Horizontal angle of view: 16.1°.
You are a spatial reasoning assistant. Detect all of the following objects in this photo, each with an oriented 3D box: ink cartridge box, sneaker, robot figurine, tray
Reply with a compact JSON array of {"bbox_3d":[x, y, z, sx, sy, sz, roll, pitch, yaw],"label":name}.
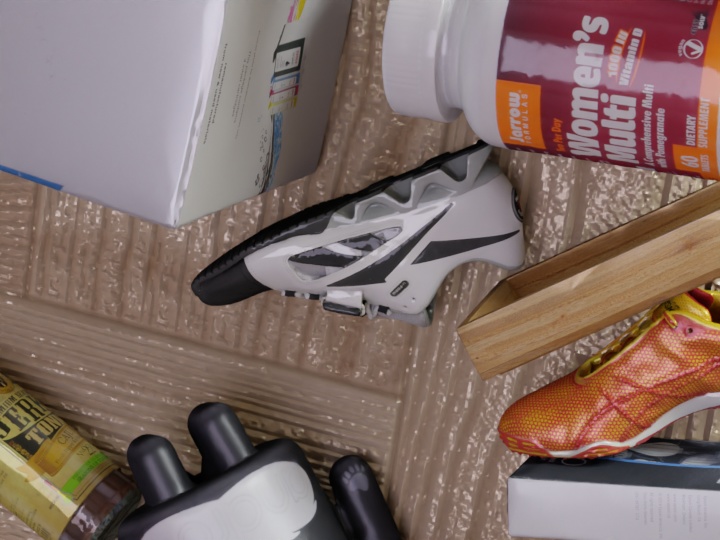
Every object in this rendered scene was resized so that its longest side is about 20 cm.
[{"bbox_3d":[-0.109,-0.126,1.387,0.147,0.200,0.145,18,106,16],"label":"ink cartridge box"},{"bbox_3d":[0.188,0.122,1.389,0.199,0.099,0.039,3,102,19],"label":"ink cartridge box"},{"bbox_3d":[0.165,0.047,1.394,0.199,0.073,0.077,-22,108,12],"label":"sneaker"},{"bbox_3d":[-0.065,0.177,1.485,0.150,0.125,0.201,-26,92,29],"label":"robot figurine"},{"bbox_3d":[0.000,0.000,1.443,0.199,0.074,0.089,-19,99,19],"label":"sneaker"},{"bbox_3d":[0.156,-0.006,1.368,0.199,0.099,0.037,-26,96,22],"label":"tray"}]

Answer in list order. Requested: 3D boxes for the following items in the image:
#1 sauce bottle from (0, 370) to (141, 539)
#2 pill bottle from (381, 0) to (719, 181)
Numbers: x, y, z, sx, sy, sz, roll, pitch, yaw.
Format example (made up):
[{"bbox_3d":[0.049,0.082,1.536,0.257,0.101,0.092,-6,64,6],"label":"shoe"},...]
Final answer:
[{"bbox_3d":[-0.227,0.097,1.556,0.200,0.065,0.065,37,112,7],"label":"sauce bottle"},{"bbox_3d":[0.119,-0.114,1.354,0.199,0.110,0.110,9,106,18],"label":"pill bottle"}]
